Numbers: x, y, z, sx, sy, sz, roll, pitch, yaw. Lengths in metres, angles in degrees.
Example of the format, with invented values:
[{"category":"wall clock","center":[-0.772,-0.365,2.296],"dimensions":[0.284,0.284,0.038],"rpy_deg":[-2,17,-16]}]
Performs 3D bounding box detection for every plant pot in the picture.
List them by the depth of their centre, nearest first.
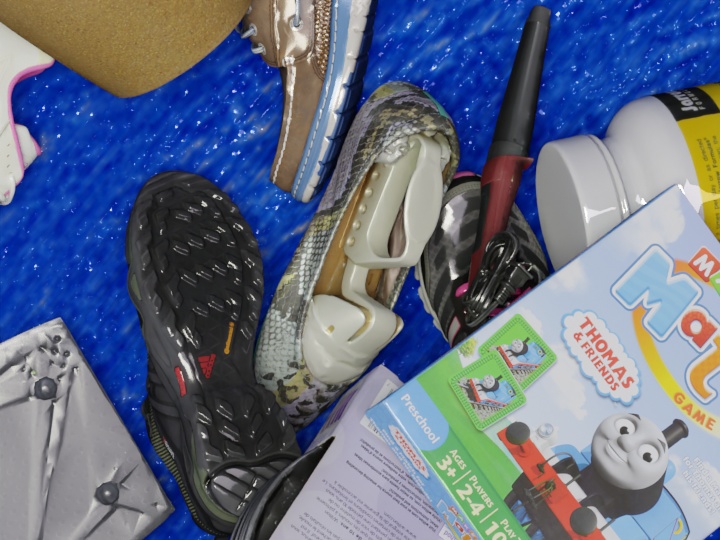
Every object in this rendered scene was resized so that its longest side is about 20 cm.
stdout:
[{"category":"plant pot","center":[-0.148,-0.191,1.344],"dimensions":[0.186,0.186,0.200],"rpy_deg":[-40,114,-8]}]

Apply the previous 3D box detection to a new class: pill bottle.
[{"category":"pill bottle","center":[0.201,-0.047,1.453],"dimensions":[0.198,0.112,0.113],"rpy_deg":[-12,96,-13]}]

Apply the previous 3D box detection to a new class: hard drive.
[{"category":"hard drive","center":[-0.213,0.126,1.402],"dimensions":[0.199,0.042,0.135],"rpy_deg":[-32,100,-9]}]

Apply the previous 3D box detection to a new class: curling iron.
[{"category":"curling iron","center":[0.085,-0.056,1.429],"dimensions":[0.026,0.049,0.201],"rpy_deg":[34,52,-33]}]

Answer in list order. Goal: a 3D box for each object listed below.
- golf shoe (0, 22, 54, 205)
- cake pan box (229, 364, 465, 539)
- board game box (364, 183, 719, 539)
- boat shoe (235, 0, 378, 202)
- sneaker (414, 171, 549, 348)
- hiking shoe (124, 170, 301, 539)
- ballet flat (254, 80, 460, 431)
[{"category":"golf shoe","center":[-0.213,-0.041,1.378],"dimensions":[0.091,0.075,0.202],"rpy_deg":[13,91,-17]},{"category":"cake pan box","center":[0.028,0.172,1.320],"dimensions":[0.200,0.052,0.185],"rpy_deg":[38,55,-8]},{"category":"board game box","center":[0.125,0.073,1.338],"dimensions":[0.200,0.037,0.152],"rpy_deg":[-36,88,-22]},{"category":"boat shoe","center":[-0.028,-0.139,1.422],"dimensions":[0.072,0.072,0.202],"rpy_deg":[13,94,4]},{"category":"sneaker","center":[0.084,0.044,1.443],"dimensions":[0.073,0.087,0.202],"rpy_deg":[-15,94,-11]},{"category":"hiking shoe","center":[-0.092,0.048,1.407],"dimensions":[0.075,0.101,0.201],"rpy_deg":[-1,65,-26]},{"category":"ballet flat","center":[0.000,0.000,1.417],"dimensions":[0.072,0.072,0.202],"rpy_deg":[20,95,-13]}]
